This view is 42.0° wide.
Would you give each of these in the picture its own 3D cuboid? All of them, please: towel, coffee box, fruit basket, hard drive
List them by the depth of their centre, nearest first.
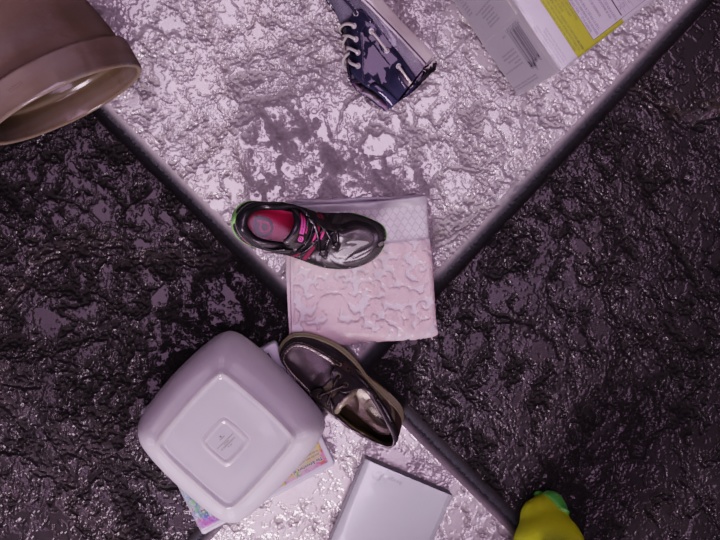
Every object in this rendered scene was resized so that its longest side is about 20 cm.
[{"bbox_3d":[0.235,-0.365,1.141,0.197,0.200,0.201,-37,96,-2],"label":"coffee box"},{"bbox_3d":[0.000,0.000,1.228,0.196,0.032,0.195,-4,95,-5],"label":"towel"},{"bbox_3d":[0.254,0.404,1.228,0.155,0.216,0.216,40,89,-7],"label":"fruit basket"},{"bbox_3d":[0.025,0.367,1.260,0.130,0.026,0.203,23,92,-7],"label":"hard drive"}]

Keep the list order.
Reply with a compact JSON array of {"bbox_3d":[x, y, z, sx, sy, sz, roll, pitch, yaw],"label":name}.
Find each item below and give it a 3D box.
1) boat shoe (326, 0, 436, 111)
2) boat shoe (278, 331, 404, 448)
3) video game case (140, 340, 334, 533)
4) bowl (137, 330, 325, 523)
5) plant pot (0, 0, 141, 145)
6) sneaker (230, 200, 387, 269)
[{"bbox_3d":[-0.001,-0.292,1.183,0.199,0.075,0.093,41,82,-8],"label":"boat shoe"},{"bbox_3d":[-0.021,0.154,1.207,0.199,0.065,0.074,36,107,-13],"label":"boat shoe"},{"bbox_3d":[-0.159,0.218,1.231,0.198,0.024,0.184,-27,97,-4],"label":"video game case"},{"bbox_3d":[-0.166,0.204,1.173,0.200,0.075,0.200,44,95,-5],"label":"bowl"},{"bbox_3d":[-0.380,-0.267,1.084,0.198,0.200,0.176,-28,95,-3],"label":"plant pot"},{"bbox_3d":[-0.064,-0.042,1.162,0.196,0.084,0.078,6,94,-4],"label":"sneaker"}]
